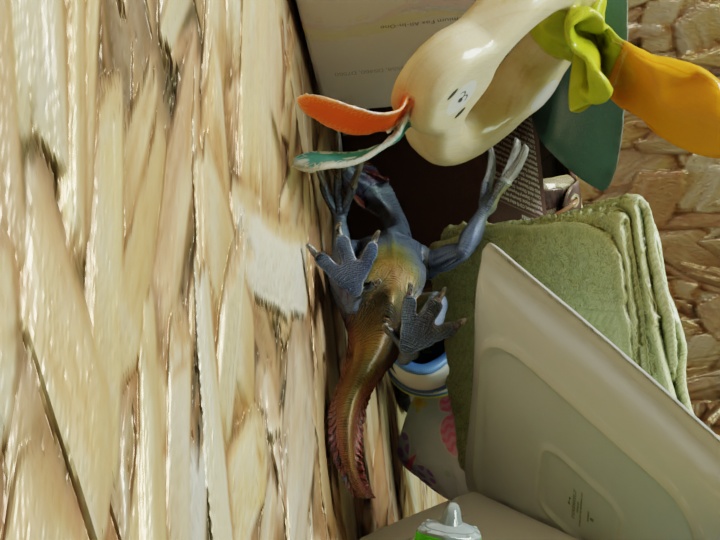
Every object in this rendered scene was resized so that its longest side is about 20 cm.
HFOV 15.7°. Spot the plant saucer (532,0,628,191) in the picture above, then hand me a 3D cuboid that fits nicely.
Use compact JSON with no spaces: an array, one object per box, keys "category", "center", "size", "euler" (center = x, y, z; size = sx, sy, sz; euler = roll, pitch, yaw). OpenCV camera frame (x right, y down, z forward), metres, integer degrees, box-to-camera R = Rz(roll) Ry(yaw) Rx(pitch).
[{"category":"plant saucer","center":[0.115,-0.144,1.443],"size":[0.200,0.036,0.201],"euler":[179,-90,-87]}]

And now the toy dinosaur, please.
[{"category":"toy dinosaur","center":[0.000,0.000,1.370],"size":[0.200,0.105,0.181],"euler":[-63,-175,1]}]

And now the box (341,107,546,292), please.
[{"category":"box","center":[0.046,-0.074,1.528],"size":[0.075,0.100,0.201],"euler":[19,60,-53]}]

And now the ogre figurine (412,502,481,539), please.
[{"category":"ogre figurine","center":[0.032,0.195,1.176],"size":[0.120,0.098,0.200],"euler":[-76,150,-42]}]

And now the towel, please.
[{"category":"towel","center":[0.104,0.041,1.367],"size":[0.200,0.036,0.149],"euler":[-10,-92,58]}]

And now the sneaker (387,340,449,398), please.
[{"category":"sneaker","center":[0.037,-0.020,1.602],"size":[0.082,0.074,0.201],"euler":[-6,89,-82]}]

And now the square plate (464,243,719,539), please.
[{"category":"square plate","center":[0.117,0.110,1.292],"size":[0.198,0.028,0.200],"euler":[42,-28,29]}]

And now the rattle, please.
[{"category":"rattle","center":[0.077,-0.065,1.279],"size":[0.143,0.130,0.200],"euler":[54,39,5]}]

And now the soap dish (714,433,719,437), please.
[{"category":"soap dish","center":[0.155,0.159,1.493],"size":[0.158,0.199,0.081],"euler":[-68,-162,2]}]

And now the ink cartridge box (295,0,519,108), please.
[{"category":"ink cartridge box","center":[0.027,-0.181,1.395],"size":[0.200,0.125,0.129],"euler":[77,9,-57]}]

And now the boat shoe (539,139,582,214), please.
[{"category":"boat shoe","center":[0.100,-0.036,1.561],"size":[0.072,0.072,0.201],"euler":[75,12,-68]}]

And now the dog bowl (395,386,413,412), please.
[{"category":"dog bowl","center":[0.055,-0.007,1.755],"size":[0.200,0.073,0.201],"euler":[-6,90,-84]}]

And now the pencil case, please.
[{"category":"pencil case","center":[0.116,0.127,1.623],"size":[0.091,0.200,0.083],"euler":[-41,136,-25]}]

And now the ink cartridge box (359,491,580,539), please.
[{"category":"ink cartridge box","center":[0.094,0.213,1.296],"size":[0.200,0.086,0.147],"euler":[22,-53,53]}]
